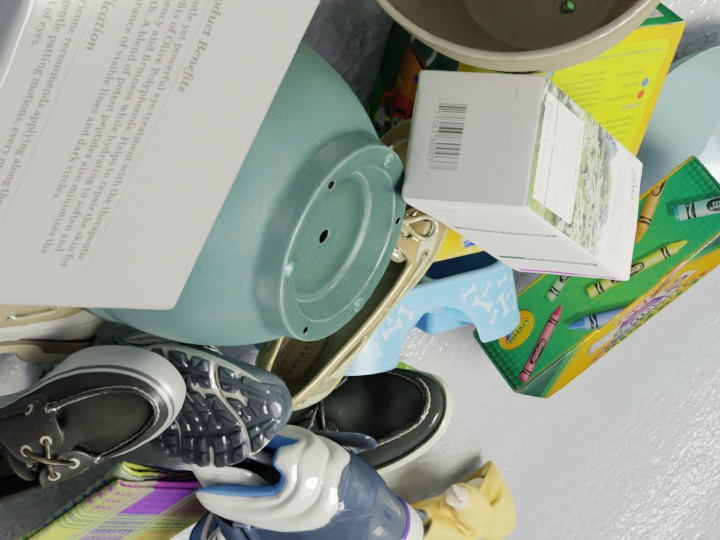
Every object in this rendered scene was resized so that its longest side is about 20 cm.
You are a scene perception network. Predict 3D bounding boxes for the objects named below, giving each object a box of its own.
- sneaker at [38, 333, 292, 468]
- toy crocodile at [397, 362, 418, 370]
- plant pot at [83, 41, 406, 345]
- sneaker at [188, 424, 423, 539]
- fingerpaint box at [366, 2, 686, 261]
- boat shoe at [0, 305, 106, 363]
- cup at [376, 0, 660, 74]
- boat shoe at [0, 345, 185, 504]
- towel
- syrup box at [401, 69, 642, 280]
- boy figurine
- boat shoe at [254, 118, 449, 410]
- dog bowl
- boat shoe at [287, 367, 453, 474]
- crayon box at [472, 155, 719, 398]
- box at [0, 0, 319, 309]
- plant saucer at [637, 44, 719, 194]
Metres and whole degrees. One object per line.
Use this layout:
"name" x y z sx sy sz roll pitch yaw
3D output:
"sneaker" -0.107 0.063 1.276 0.086 0.200 0.078 -34 115 -40
"toy crocodile" -0.020 0.149 1.536 0.200 0.062 0.067 -49 145 4
"plant pot" -0.059 -0.039 1.198 0.200 0.134 0.201 -41 145 -37
"sneaker" -0.072 0.142 1.332 0.146 0.200 0.081 40 56 -36
"fingerpaint box" 0.098 -0.101 1.395 0.200 0.073 0.167 -13 133 -37
"boat shoe" -0.216 0.010 1.195 0.200 0.075 0.068 0 125 -58
"cup" 0.098 -0.196 1.224 0.200 0.200 0.143 -44 164 -1
"boat shoe" -0.186 0.101 1.232 0.200 0.057 0.069 -20 121 32
"towel" -0.165 0.167 1.374 0.144 0.023 0.200 -33 164 15
"syrup box" 0.101 -0.054 1.263 0.200 0.081 0.079 28 69 -64
"boy figurine" 0.052 0.192 1.639 0.200 0.065 0.124 -11 160 -41
"boat shoe" -0.003 -0.001 1.293 0.201 0.073 0.063 -55 180 8
"dog bowl" 0.020 0.015 1.407 0.200 0.111 0.050 -13 117 -37
"boat shoe" -0.037 0.092 1.379 0.066 0.199 0.075 32 62 -50
"crayon box" 0.183 0.008 1.506 0.200 0.058 0.119 -39 166 9
"box" -0.161 -0.115 1.010 0.171 0.200 0.199 3 122 -44
"plant saucer" 0.229 -0.092 1.567 0.201 0.039 0.201 -26 140 -25
